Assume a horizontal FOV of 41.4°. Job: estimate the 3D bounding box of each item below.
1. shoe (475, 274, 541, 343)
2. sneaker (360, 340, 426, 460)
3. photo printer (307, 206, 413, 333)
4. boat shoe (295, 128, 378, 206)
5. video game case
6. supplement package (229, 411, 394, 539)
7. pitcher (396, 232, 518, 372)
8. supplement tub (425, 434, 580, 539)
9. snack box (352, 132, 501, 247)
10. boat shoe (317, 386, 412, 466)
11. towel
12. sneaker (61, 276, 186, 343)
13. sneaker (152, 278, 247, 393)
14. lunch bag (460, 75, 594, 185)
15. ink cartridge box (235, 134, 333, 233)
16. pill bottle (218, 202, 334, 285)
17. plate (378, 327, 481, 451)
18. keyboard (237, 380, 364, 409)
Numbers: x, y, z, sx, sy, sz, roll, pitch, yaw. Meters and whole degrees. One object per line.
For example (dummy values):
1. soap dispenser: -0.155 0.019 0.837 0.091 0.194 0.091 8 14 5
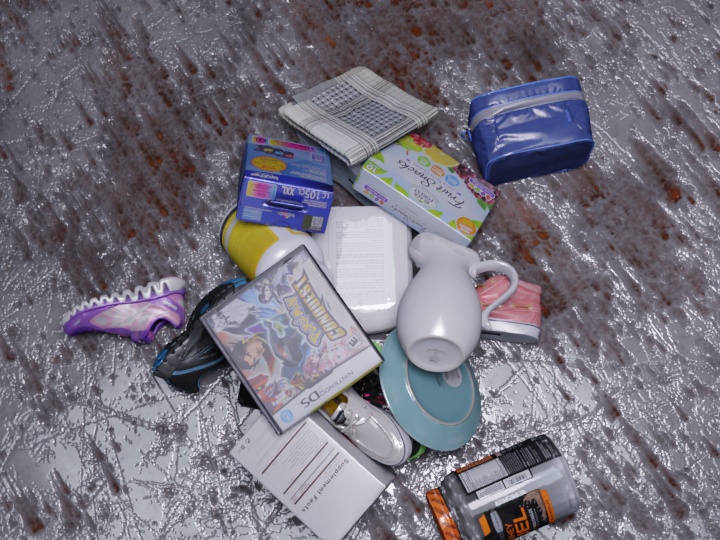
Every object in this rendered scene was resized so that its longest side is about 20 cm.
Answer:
1. shoe: 0.183 0.053 1.476 0.200 0.071 0.091 8 71 0
2. sneaker: 0.032 0.193 1.414 0.084 0.077 0.200 -23 89 -17
3. photo printer: 0.000 0.000 1.489 0.166 0.069 0.200 -2 75 1
4. boat shoe: -0.021 -0.181 1.548 0.067 0.074 0.200 -33 75 -36
5. video game case: -0.096 0.096 1.324 0.181 0.026 0.200 -35 85 3
6. supplement package: -0.066 0.283 1.381 0.200 0.121 0.120 41 91 10
7. pitcher: 0.142 0.049 1.378 0.171 0.121 0.200 8 46 4
8. supplement tub: 0.203 0.327 1.372 0.200 0.123 0.123 -22 76 -4
9. snack box: 0.105 -0.127 1.487 0.200 0.053 0.142 34 48 2
10. boat shoe: -0.015 0.210 1.368 0.200 0.070 0.071 42 110 24
11. towel: -0.007 -0.256 1.512 0.192 0.035 0.200 -33 50 -25
12. sneaker: -0.360 0.076 1.476 0.200 0.080 0.089 -16 83 -4
13. sneaker: -0.229 0.098 1.457 0.082 0.073 0.200 39 97 -20
14. lunch bag: 0.259 -0.227 1.511 0.200 0.136 0.132 -11 75 0
15. ink cartridge box: -0.114 -0.125 1.434 0.136 0.200 0.076 9 120 -10
16. pill bottle: -0.125 -0.022 1.436 0.112 0.112 0.200 -38 47 -8
17. plate: 0.111 0.166 1.403 0.200 0.026 0.200 21 53 -31
18. keyboard: -0.085 0.175 1.471 0.200 0.040 0.104 11 99 2
